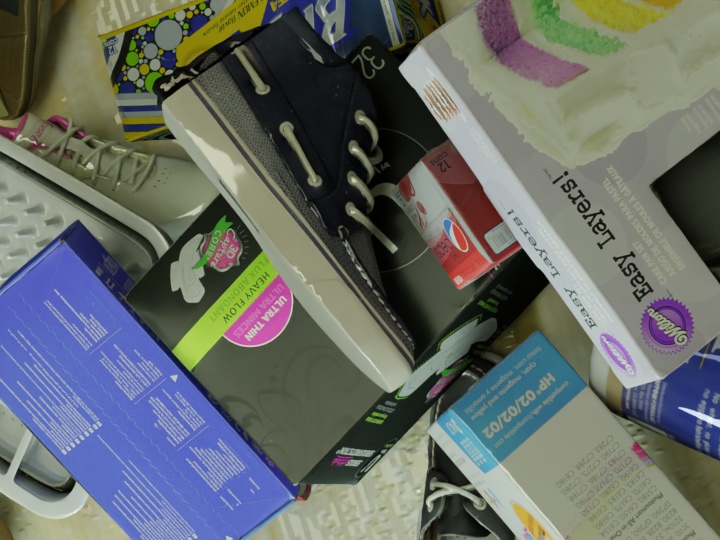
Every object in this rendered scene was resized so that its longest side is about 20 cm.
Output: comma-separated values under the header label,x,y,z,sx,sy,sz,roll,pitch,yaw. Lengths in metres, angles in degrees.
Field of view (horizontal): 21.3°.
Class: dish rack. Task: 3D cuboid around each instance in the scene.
label,x,y,z,sx,sy,sz,roll,pitch,yaw
dish rack,-0.198,0.030,1.158,0.171,0.043,0.201,30,110,17

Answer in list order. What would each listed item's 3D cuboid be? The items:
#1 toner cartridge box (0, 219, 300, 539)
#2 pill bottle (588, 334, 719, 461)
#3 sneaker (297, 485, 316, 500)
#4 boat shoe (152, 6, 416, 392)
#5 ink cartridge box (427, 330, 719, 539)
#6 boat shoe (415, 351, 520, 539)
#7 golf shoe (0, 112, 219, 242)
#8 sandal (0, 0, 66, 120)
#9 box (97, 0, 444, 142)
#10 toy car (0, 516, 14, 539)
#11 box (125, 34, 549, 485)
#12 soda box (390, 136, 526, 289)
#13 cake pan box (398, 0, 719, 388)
label,x,y,z,sx,sy,sz,roll,pitch,yaw
toner cartridge box,-0.133,0.078,1.096,0.095,0.043,0.200,-37,101,16
pill bottle,0.230,0.053,0.983,0.199,0.120,0.120,23,106,22
sneaker,-0.100,0.112,1.187,0.199,0.071,0.113,-29,80,25
boat shoe,-0.014,-0.042,0.975,0.093,0.075,0.200,-37,85,-8
ink cartridge box,0.129,0.136,1.030,0.068,0.115,0.200,-40,84,-9
boat shoe,0.064,0.149,1.113,0.074,0.060,0.201,4,97,32
golf shoe,-0.169,-0.054,1.185,0.199,0.076,0.092,-1,131,26
sandal,-0.209,-0.191,1.220,0.080,0.054,0.201,32,124,26
box,-0.053,-0.136,1.136,0.199,0.064,0.070,-16,89,28
toy car,-0.285,0.192,1.258,0.200,0.158,0.164,44,105,3
box,0.000,0.000,1.065,0.149,0.124,0.200,45,96,16
soda box,0.116,-0.074,0.958,0.200,0.070,0.064,-34,87,-16
cake pan box,0.147,-0.072,0.899,0.184,0.052,0.200,-35,91,-11
